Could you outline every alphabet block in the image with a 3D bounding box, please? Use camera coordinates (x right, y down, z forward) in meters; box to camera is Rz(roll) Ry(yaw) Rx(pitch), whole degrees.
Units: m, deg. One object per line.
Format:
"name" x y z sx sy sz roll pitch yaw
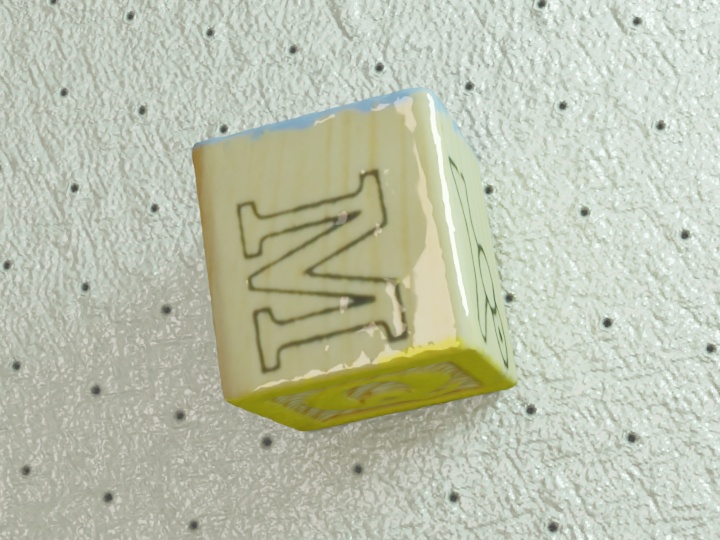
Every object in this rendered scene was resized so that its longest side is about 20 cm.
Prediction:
"alphabet block" 0.000 0.000 1.127 0.195 0.195 0.202 -13 73 14
